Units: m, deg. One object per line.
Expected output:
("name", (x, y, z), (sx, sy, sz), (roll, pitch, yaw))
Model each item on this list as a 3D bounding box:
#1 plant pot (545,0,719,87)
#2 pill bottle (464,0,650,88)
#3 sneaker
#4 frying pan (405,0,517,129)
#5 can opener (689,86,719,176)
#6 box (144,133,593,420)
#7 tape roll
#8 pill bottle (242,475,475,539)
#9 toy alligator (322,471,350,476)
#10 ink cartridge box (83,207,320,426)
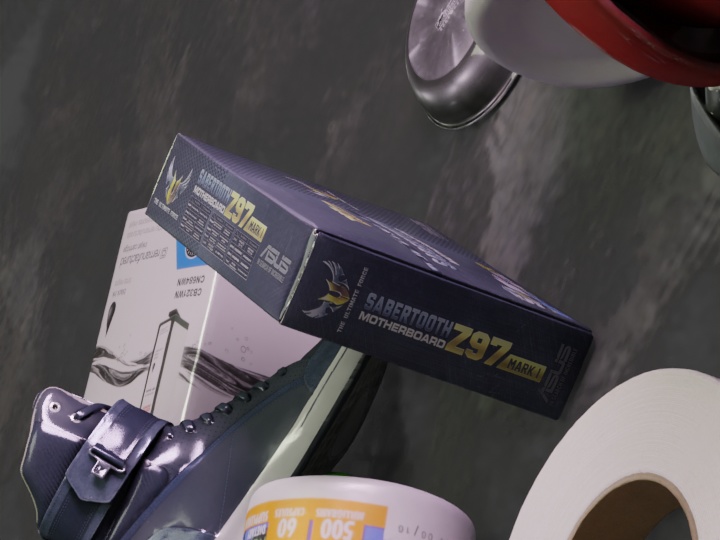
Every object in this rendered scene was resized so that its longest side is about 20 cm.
("plant pot", (0.150, -0.190, 1.090), (0.182, 0.200, 0.201), (-36, 42, 34))
("pill bottle", (0.108, -0.198, 1.294), (0.114, 0.114, 0.201), (-35, 44, 49))
("sneaker", (-0.085, 0.075, 1.406), (0.203, 0.146, 0.077), (-54, -16, -16))
("frying pan", (0.056, -0.164, 1.469), (0.115, 0.031, 0.191), (-40, 43, 44))
("can opener", (0.190, -0.049, 1.135), (0.200, 0.053, 0.067), (-126, 27, -58))
("box", (0.000, 0.000, 1.323), (0.051, 0.157, 0.200), (-68, 26, 6))
("tape roll", (0.121, 0.141, 1.137), (0.203, 0.037, 0.204), (-41, 39, 44))
("pill bottle", (-0.012, 0.205, 1.262), (0.112, 0.112, 0.201), (-25, 51, 55))
("toy alligator", (-0.023, 0.201, 1.356), (0.054, 0.059, 0.201), (70, -155, -66))
("ink cartridge box", (-0.090, 0.066, 1.528), (0.146, 0.084, 0.201), (-11, 63, 59))
